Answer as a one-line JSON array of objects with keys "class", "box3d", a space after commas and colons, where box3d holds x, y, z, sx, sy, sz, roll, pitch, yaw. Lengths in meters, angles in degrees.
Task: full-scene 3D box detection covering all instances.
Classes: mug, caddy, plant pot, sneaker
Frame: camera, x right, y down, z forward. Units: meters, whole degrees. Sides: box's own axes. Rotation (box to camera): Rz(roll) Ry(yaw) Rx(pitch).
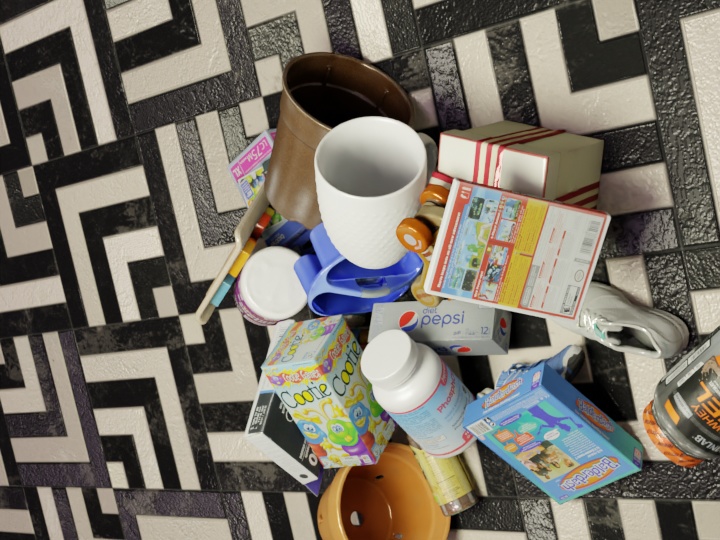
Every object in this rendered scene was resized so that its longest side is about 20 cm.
[{"class": "mug", "box3d": [0.034, -0.107, 1.554, 0.147, 0.200, 0.176, 34, 150, 26]}, {"class": "caddy", "box3d": [0.000, 0.000, 1.693, 0.105, 0.198, 0.142, 57, 134, 32]}, {"class": "plant pot", "box3d": [-0.045, -0.178, 1.687, 0.200, 0.199, 0.199, 43, 133, 22]}, {"class": "sneaker", "box3d": [0.234, 0.161, 1.615, 0.077, 0.075, 0.200, 51, 127, 11]}, {"class": "plant pot", "box3d": [0.022, 0.380, 1.791, 0.140, 0.199, 0.202, -33, 80, 56]}, {"class": "sneaker", "box3d": [0.322, 0.069, 1.508, 0.199, 0.088, 0.076, 16, 113, 36]}]

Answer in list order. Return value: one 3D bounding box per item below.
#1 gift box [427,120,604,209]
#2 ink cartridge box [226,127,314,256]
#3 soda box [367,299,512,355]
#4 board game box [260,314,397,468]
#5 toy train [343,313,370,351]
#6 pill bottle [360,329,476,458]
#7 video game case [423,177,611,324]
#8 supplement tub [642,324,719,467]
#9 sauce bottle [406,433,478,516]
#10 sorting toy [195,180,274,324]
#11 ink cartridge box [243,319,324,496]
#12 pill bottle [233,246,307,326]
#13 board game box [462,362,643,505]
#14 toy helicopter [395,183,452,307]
[{"class": "gift box", "box3d": [0.204, -0.080, 1.500, 0.183, 0.186, 0.202, 12, 109, 37]}, {"class": "ink cartridge box", "box3d": [-0.131, -0.114, 1.867, 0.119, 0.042, 0.201, -36, 81, 40]}, {"class": "soda box", "box3d": [0.114, 0.083, 1.663, 0.198, 0.068, 0.064, -4, 66, 29]}, {"class": "board game box", "box3d": [-0.040, 0.181, 1.707, 0.102, 0.105, 0.201, -11, 120, 36]}, {"class": "toy train", "box3d": [0.047, 0.108, 1.765, 0.198, 0.084, 0.117, -6, 82, 34]}, {"class": "pill bottle", "box3d": [0.086, 0.174, 1.639, 0.108, 0.110, 0.200, -1, 143, 39]}, {"class": "video game case", "box3d": [0.188, -0.022, 1.389, 0.198, 0.017, 0.144, 12, 108, -11]}, {"class": "supplement tub", "box3d": [0.444, 0.145, 1.406, 0.123, 0.122, 0.200, 50, 128, 17]}, {"class": "sauce bottle", "box3d": [0.112, 0.271, 1.758, 0.064, 0.064, 0.202, -31, 80, 40]}, {"class": "sorting toy", "box3d": [-0.187, -0.030, 1.809, 0.036, 0.186, 0.201, 28, 128, -3]}, {"class": "ink cartridge box", "box3d": [-0.084, 0.213, 1.768, 0.043, 0.200, 0.200, -10, 140, 32]}, {"class": "pill bottle", "box3d": [-0.143, 0.030, 1.822, 0.200, 0.111, 0.113, 145, 103, -77]}, {"class": "board game box", "box3d": [0.261, 0.225, 1.566, 0.200, 0.045, 0.152, 40, 132, -18]}, {"class": "toy helicopter", "box3d": [0.109, -0.008, 1.472, 0.131, 0.079, 0.201, 31, 150, 11]}]
